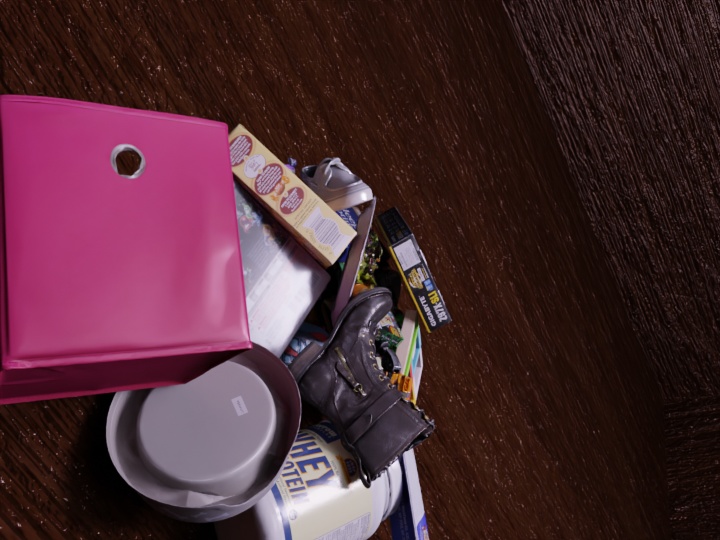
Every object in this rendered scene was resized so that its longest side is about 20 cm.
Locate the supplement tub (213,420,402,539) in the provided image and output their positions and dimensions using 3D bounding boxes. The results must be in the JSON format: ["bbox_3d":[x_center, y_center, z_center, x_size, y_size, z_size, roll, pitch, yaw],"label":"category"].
[{"bbox_3d":[-0.061,0.263,0.788,0.196,0.143,0.150,-11,84,-38],"label":"supplement tub"}]

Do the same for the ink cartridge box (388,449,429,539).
[{"bbox_3d":[0.060,0.331,0.882,0.200,0.045,0.204,49,31,-75],"label":"ink cartridge box"}]

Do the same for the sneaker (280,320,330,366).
[{"bbox_3d":[-0.114,0.110,0.910,0.197,0.078,0.099,26,65,-42],"label":"sneaker"}]

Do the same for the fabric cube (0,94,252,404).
[{"bbox_3d":[-0.226,-0.006,0.597,0.191,0.199,0.206,0,73,-34],"label":"fabric cube"}]

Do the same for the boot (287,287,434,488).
[{"bbox_3d":[0.020,0.133,0.801,0.173,0.070,0.200,38,63,19],"label":"boot"}]

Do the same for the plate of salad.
[{"bbox_3d":[0.000,0.000,0.926,0.047,0.203,0.204,15,49,-2],"label":"plate of salad"}]

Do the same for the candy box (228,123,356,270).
[{"bbox_3d":[-0.100,-0.088,0.879,0.199,0.115,0.056,43,79,-4],"label":"candy box"}]

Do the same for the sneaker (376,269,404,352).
[{"bbox_3d":[0.049,0.081,1.157,0.078,0.083,0.204,47,39,-34],"label":"sneaker"}]

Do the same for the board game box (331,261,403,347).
[{"bbox_3d":[0.000,0.025,1.078,0.103,0.023,0.203,25,31,-41],"label":"board game box"}]

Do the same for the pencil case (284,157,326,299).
[{"bbox_3d":[-0.108,-0.051,0.978,0.085,0.081,0.207,-3,79,-82],"label":"pencil case"}]

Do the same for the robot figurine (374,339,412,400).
[{"bbox_3d":[0.008,0.163,0.923,0.057,0.199,0.150,13,89,-27],"label":"robot figurine"}]

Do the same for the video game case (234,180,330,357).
[{"bbox_3d":[-0.149,0.026,0.822,0.182,0.023,0.202,44,63,-21],"label":"video game case"}]

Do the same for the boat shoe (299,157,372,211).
[{"bbox_3d":[-0.041,-0.124,0.952,0.200,0.070,0.071,-151,-134,-71],"label":"boat shoe"}]

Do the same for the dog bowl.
[{"bbox_3d":[-0.158,0.164,0.702,0.060,0.194,0.203,98,8,-46],"label":"dog bowl"}]

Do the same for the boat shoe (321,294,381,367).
[{"bbox_3d":[-0.016,0.138,1.054,0.075,0.071,0.205,-10,75,-46],"label":"boat shoe"}]

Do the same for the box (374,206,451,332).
[{"bbox_3d":[0.086,-0.007,1.144,0.163,0.048,0.201,62,4,-19],"label":"box"}]

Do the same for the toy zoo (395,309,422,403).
[{"bbox_3d":[0.080,0.179,1.137,0.203,0.020,0.134,79,23,-50],"label":"toy zoo"}]

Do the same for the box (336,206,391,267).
[{"bbox_3d":[-0.020,-0.065,1.121,0.123,0.032,0.198,56,23,21],"label":"box"}]
